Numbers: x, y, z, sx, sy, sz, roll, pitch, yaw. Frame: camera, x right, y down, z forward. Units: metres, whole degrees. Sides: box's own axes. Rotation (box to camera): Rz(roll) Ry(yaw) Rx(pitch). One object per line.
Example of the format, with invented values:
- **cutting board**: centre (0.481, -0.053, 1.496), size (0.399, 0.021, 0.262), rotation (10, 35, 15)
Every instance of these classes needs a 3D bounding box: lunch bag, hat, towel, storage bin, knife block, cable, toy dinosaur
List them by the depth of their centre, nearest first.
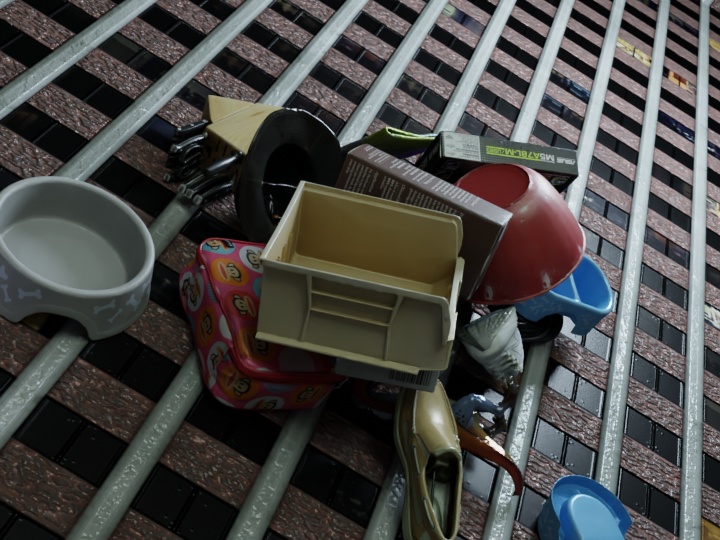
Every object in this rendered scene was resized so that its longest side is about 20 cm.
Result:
- **storage bin**: centre (0.008, 0.005, 1.113), size (0.198, 0.094, 0.200), rotation (12, 27, 3)
- **lunch bag**: centre (-0.098, 0.061, 1.184), size (0.176, 0.082, 0.200), rotation (7, 45, -37)
- **toy dinosaur**: centre (0.086, 0.157, 1.209), size (0.181, 0.105, 0.201), rotation (-4, 59, -16)
- **hat**: centre (-0.104, -0.100, 1.327), size (0.081, 0.201, 0.200), rotation (4, 14, 41)
- **knife block**: centre (-0.152, -0.145, 1.371), size (0.199, 0.064, 0.176), rotation (7, 41, -21)
- **towel**: centre (0.017, -0.164, 1.454), size (0.143, 0.200, 0.023), rotation (-4, 85, -41)
- **cable**: centre (0.206, 0.009, 1.470), size (0.200, 0.051, 0.163), rotation (46, 44, -18)

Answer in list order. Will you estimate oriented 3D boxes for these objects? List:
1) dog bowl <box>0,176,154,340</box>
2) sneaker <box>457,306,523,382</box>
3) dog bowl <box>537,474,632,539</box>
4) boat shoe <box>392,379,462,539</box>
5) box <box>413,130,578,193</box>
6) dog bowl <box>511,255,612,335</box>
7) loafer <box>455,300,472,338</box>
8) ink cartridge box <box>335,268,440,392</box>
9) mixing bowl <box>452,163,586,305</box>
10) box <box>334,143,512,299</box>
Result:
- **dog bowl**: centre (-0.310, -0.020, 1.127), size (0.199, 0.059, 0.200), rotation (21, 37, -17)
- **sneaker**: centre (0.171, 0.092, 1.296), size (0.087, 0.074, 0.200), rotation (69, 14, 5)
- **dog bowl**: centre (0.264, 0.324, 1.178), size (0.111, 0.050, 0.200), rotation (7, 44, -31)
- **boat shoe**: centre (0.081, 0.196, 1.116), size (0.071, 0.076, 0.201), rotation (6, 61, -20)
- **box**: centre (0.167, -0.118, 1.463), size (0.199, 0.193, 0.048), rotation (7, 65, -16)
- **dog bowl**: centre (0.265, 0.017, 1.434), size (0.200, 0.050, 0.112), rotation (18, 50, -39)
- **loafer**: centre (0.112, 0.023, 1.411), size (0.200, 0.063, 0.072), rotation (-74, 146, -51)
- **ink cartridge box**: centre (0.035, 0.054, 1.190), size (0.109, 0.051, 0.200), rotation (12, 26, -3)
- **mixing bowl**: centre (0.174, -0.062, 1.333), size (0.199, 0.109, 0.200), rotation (-12, 39, 10)
- **box**: centre (0.065, -0.060, 1.247), size (0.200, 0.100, 0.075), rotation (28, 22, 11)
